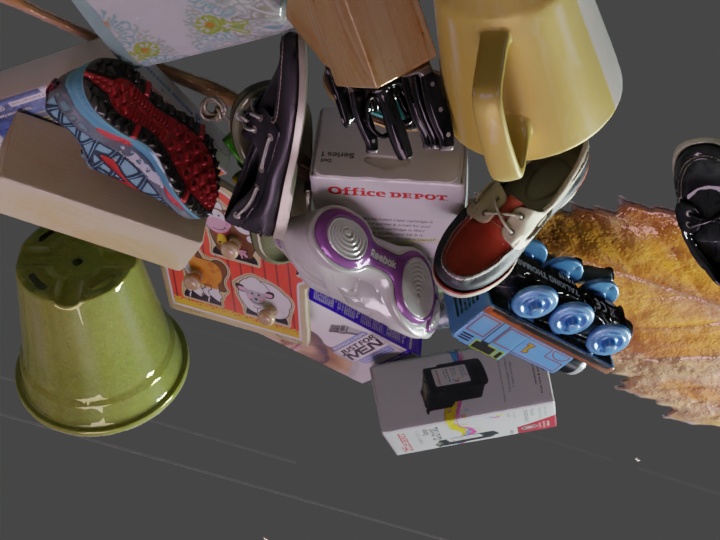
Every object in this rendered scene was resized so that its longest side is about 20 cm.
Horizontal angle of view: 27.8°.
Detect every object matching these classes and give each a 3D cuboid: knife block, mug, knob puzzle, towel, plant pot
[{"bbox_3d":[0.017,-0.185,1.147,0.064,0.176,0.201,-31,158,-23],"label":"knife block"},{"bbox_3d":[0.129,-0.181,1.135,0.148,0.187,0.154,-24,137,-3],"label":"mug"},{"bbox_3d":[-0.143,-0.009,1.538,0.218,0.031,0.221,18,136,18],"label":"knob puzzle"},{"bbox_3d":[-0.163,-0.249,1.197,0.170,0.049,0.200,-7,146,23],"label":"towel"},{"bbox_3d":[-0.298,0.046,1.600,0.198,0.201,0.185,4,137,6],"label":"plant pot"}]

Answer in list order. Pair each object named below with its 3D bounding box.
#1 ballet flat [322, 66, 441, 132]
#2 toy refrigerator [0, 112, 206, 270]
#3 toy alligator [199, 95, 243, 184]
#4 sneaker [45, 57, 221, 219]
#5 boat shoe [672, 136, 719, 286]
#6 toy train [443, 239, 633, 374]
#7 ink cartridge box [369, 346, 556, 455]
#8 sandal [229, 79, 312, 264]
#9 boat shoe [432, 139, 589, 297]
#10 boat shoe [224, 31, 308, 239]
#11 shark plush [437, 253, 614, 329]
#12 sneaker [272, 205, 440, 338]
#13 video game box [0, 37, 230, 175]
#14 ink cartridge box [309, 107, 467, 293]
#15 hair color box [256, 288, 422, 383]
[{"bbox_3d":[0.062,-0.145,1.305,0.198,0.069,0.063,10,163,-2],"label":"ballet flat"},{"bbox_3d":[-0.249,-0.072,1.392,0.199,0.077,0.070,19,147,-21],"label":"toy refrigerator"},{"bbox_3d":[-0.104,-0.109,1.417,0.200,0.059,0.054,50,174,-40],"label":"toy alligator"},{"bbox_3d":[-0.207,-0.118,1.328,0.095,0.080,0.200,-6,140,36],"label":"sneaker"},{"bbox_3d":[0.340,-0.049,1.398,0.074,0.067,0.200,-2,148,15],"label":"boat shoe"},{"bbox_3d":[0.180,0.044,1.446,0.199,0.087,0.114,26,130,-33],"label":"toy train"},{"bbox_3d":[0.121,0.147,1.684,0.198,0.084,0.146,-11,162,5],"label":"ink cartridge box"},{"bbox_3d":[-0.071,-0.089,1.372,0.079,0.057,0.202,-19,126,-16],"label":"sandal"},{"bbox_3d":[0.139,-0.054,1.331,0.071,0.200,0.063,43,155,12],"label":"boat shoe"},{"bbox_3d":[-0.082,-0.118,1.280,0.062,0.073,0.201,8,122,-3],"label":"boat shoe"},{"bbox_3d":[0.166,0.021,1.532,0.198,0.084,0.091,1,147,9],"label":"shark plush"},{"bbox_3d":[0.000,0.000,1.400,0.099,0.075,0.200,-5,145,47],"label":"sneaker"},{"bbox_3d":[-0.255,-0.136,1.404,0.199,0.047,0.182,-12,146,28],"label":"video game box"},{"bbox_3d":[0.033,-0.065,1.420,0.143,0.085,0.201,4,149,6],"label":"ink cartridge box"},{"bbox_3d":[-0.036,0.052,1.650,0.199,0.065,0.109,29,143,-29],"label":"hair color box"}]
